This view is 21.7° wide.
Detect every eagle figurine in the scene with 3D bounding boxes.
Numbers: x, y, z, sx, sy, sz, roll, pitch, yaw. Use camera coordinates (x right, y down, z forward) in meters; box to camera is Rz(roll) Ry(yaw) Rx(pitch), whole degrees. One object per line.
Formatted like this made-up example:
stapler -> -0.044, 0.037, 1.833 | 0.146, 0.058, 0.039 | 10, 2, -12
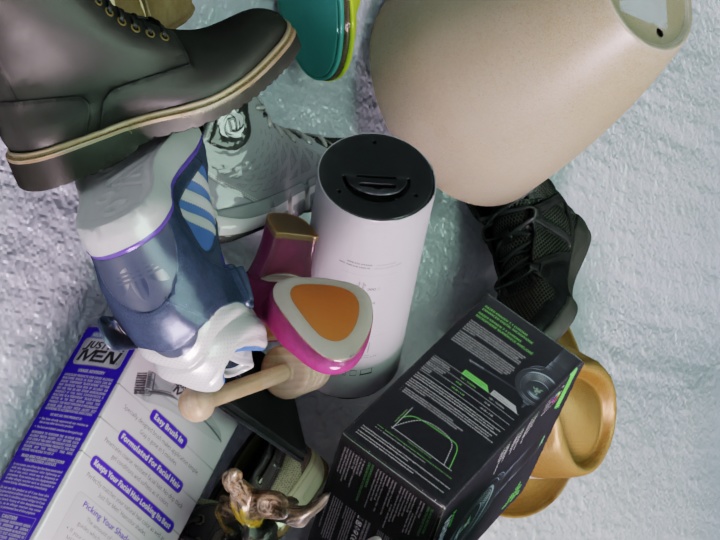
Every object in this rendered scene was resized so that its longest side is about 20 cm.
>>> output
eagle figurine -> -0.081, 0.235, 1.168 | 0.152, 0.150, 0.201 | 24, 65, -51

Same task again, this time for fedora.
fedora -> 0.155, 0.114, 1.556 | 0.200, 0.082, 0.202 | -5, 96, -49

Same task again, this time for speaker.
speaker -> 0.000, 0.000, 1.298 | 0.081, 0.081, 0.200 | -48, 160, -35

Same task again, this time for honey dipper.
honey dipper -> -0.068, 0.074, 1.219 | 0.200, 0.038, 0.038 | -17, 107, -71

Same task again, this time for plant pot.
plant pot -> 0.140, -0.166, 1.385 | 0.187, 0.200, 0.188 | 15, 65, -35

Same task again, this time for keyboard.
keyboard -> -0.101, 0.045, 1.257 | 0.200, 0.021, 0.127 | 43, 26, -50

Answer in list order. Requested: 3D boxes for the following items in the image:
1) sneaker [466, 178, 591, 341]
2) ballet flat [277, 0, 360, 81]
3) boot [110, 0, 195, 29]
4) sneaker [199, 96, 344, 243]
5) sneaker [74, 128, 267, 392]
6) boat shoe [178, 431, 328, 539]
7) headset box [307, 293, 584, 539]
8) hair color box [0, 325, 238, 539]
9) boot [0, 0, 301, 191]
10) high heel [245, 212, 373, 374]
sneaker -> 0.124, -0.013, 1.492 | 0.114, 0.076, 0.200 | 51, 34, -21
ballet flat -> -0.030, -0.236, 1.328 | 0.067, 0.067, 0.201 | -36, 117, -44
boot -> -0.187, -0.219, 1.148 | 0.175, 0.066, 0.201 | -38, 122, -40
sneaker -> -0.057, -0.096, 1.304 | 0.200, 0.075, 0.116 | -25, 107, -46
sneaker -> -0.112, -0.004, 1.166 | 0.200, 0.080, 0.147 | -91, 155, -67
boat shoe -> -0.100, 0.181, 1.287 | 0.066, 0.072, 0.201 | 50, 54, -13
headset box -> 0.061, 0.140, 1.384 | 0.200, 0.093, 0.174 | -41, 159, -40
hair color box -> -0.170, 0.148, 1.201 | 0.109, 0.065, 0.200 | 49, 59, -39
boot -> -0.139, -0.151, 1.136 | 0.200, 0.077, 0.139 | -31, 118, -25
high heel -> -0.043, 0.042, 1.193 | 0.067, 0.200, 0.096 | 5, 113, -22
